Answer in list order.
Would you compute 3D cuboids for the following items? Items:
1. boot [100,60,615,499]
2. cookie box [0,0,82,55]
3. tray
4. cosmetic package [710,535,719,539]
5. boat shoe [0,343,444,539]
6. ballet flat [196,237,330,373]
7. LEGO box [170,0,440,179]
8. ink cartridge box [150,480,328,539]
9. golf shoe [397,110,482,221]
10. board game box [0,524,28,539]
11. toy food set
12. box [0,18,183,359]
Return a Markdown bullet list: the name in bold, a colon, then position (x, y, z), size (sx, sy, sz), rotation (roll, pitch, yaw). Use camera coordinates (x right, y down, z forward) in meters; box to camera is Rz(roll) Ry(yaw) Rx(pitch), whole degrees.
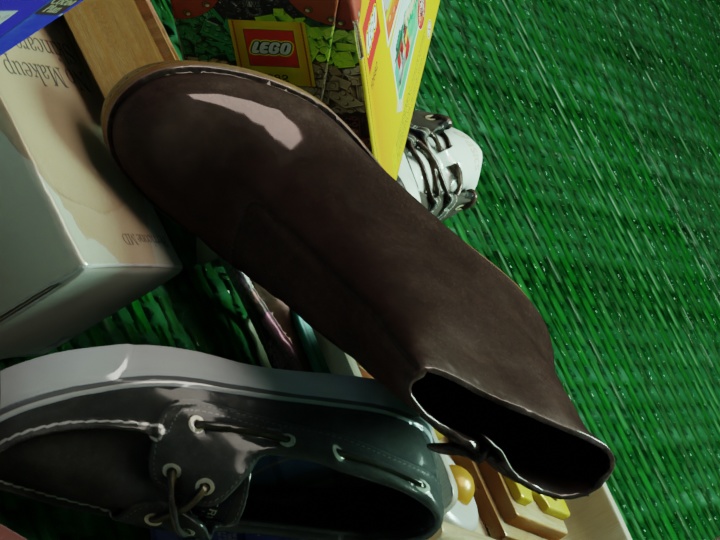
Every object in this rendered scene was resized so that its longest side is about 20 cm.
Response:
- **boot**: position (0.000, 0.000, 1.003), size (0.200, 0.072, 0.166), rotation (31, 11, -25)
- **cookie box**: position (-0.194, -0.076, 0.789), size (0.075, 0.200, 0.171), rotation (62, 20, 9)
- **tray**: position (-0.107, -0.098, 1.143), size (0.099, 0.037, 0.200), rotation (63, -5, 5)
- **cosmetic package**: position (0.175, 0.188, 1.291), size (0.073, 0.200, 0.104), rotation (53, 21, -18)
- **boat shoe**: position (-0.056, 0.071, 0.999), size (0.200, 0.069, 0.057), rotation (4, 45, -27)
- **ballet flat**: position (-0.037, 0.006, 1.241), size (0.069, 0.071, 0.200), rotation (-23, 91, -37)
- **LEGO box**: position (-0.016, -0.139, 1.159), size (0.149, 0.077, 0.200), rotation (81, 17, -47)
- **ink cartridge box**: position (-0.010, 0.138, 1.105), size (0.200, 0.076, 0.136), rotation (43, 24, -40)
- **golf shoe**: position (0.018, -0.052, 1.314), size (0.200, 0.094, 0.078), rotation (-139, -148, -78)
- **board game box**: position (-0.155, 0.109, 0.885), size (0.200, 0.019, 0.103), rotation (38, 27, -44)
- **toy food set**: position (0.053, 0.062, 1.175), size (0.200, 0.060, 0.144), rotation (26, 35, -57)
- **box**: position (-0.159, -0.068, 1.039), size (0.200, 0.078, 0.095), rotation (62, 18, 9)
